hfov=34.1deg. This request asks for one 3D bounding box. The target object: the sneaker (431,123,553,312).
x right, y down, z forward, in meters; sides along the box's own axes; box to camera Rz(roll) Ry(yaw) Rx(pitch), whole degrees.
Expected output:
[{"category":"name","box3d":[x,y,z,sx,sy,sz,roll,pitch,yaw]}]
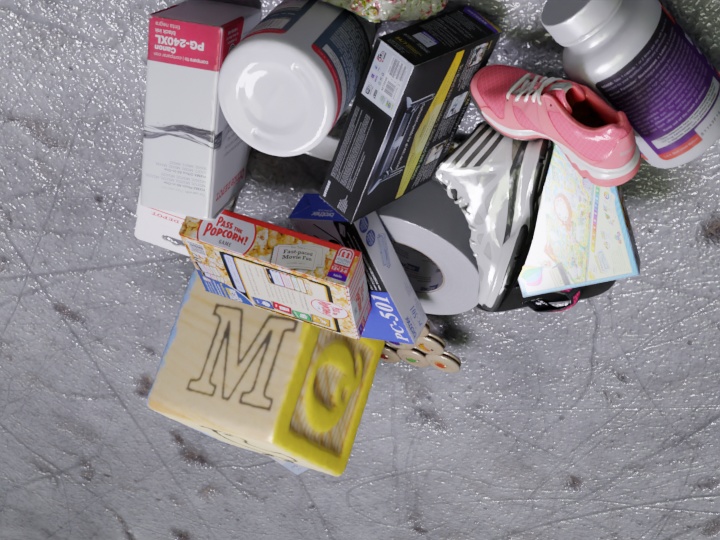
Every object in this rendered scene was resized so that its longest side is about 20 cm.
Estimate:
[{"category":"sneaker","box3d":[0.128,-0.062,1.250,0.114,0.076,0.203,19,113,17]}]

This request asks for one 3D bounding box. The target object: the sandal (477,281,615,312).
[{"category":"sandal","box3d":[0.227,0.028,1.457,0.198,0.045,0.075,-15,129,29]}]

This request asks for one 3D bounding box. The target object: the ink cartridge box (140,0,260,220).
[{"category":"ink cartridge box","box3d":[-0.169,-0.172,1.237,0.082,0.145,0.203,10,110,7]}]

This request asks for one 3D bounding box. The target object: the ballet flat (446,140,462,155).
[{"category":"ballet flat","box3d":[0.177,-0.112,1.308,0.197,0.068,0.064,4,145,14]}]

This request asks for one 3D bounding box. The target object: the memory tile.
[{"category":"memory tile","box3d":[0.037,0.077,1.526,0.152,0.017,0.200,7,152,38]}]

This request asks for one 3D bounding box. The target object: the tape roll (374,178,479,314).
[{"category":"tape roll","box3d":[0.062,-0.030,1.391,0.198,0.067,0.201,19,151,11]}]

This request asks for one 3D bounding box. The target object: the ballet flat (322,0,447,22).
[{"category":"ballet flat","box3d":[-0.004,-0.285,1.123,0.197,0.077,0.064,8,171,-11]}]

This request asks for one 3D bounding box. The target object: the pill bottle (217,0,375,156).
[{"category":"pill bottle","box3d":[-0.053,-0.208,1.166,0.118,0.201,0.121,9,123,14]}]

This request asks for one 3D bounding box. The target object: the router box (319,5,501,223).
[{"category":"router box","box3d":[0.050,-0.161,1.211,0.052,0.157,0.201,40,131,19]}]

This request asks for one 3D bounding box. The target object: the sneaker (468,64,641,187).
[{"category":"sneaker","box3d":[0.191,-0.165,1.149,0.199,0.074,0.087,33,161,28]}]

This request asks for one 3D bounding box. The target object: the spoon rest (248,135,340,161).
[{"category":"spoon rest","box3d":[-0.095,-0.173,1.322,0.198,0.061,0.100,22,112,-11]}]

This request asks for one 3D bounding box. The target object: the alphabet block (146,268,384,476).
[{"category":"alphabet block","box3d":[-0.114,0.125,1.478,0.198,0.199,0.195,10,166,32]}]

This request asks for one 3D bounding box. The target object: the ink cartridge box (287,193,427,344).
[{"category":"ink cartridge box","box3d":[0.000,0.000,1.355,0.093,0.044,0.201,5,139,35]}]

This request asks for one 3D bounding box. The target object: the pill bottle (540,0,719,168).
[{"category":"pill bottle","box3d":[0.270,-0.204,1.155,0.111,0.112,0.200,-29,122,37]}]

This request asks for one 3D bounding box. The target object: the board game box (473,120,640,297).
[{"category":"board game box","box3d":[0.214,-0.078,1.268,0.133,0.034,0.202,-11,113,21]}]

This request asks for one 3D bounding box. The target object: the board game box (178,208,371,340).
[{"category":"board game box","box3d":[-0.091,0.003,1.304,0.197,0.047,0.152,18,158,12]}]

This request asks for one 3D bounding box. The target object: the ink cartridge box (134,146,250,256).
[{"category":"ink cartridge box","box3d":[-0.203,-0.110,1.422,0.114,0.068,0.201,19,137,-4]}]

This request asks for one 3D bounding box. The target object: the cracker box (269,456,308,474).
[{"category":"cracker box","box3d":[-0.123,0.213,1.743,0.199,0.058,0.133,38,134,-21]}]
